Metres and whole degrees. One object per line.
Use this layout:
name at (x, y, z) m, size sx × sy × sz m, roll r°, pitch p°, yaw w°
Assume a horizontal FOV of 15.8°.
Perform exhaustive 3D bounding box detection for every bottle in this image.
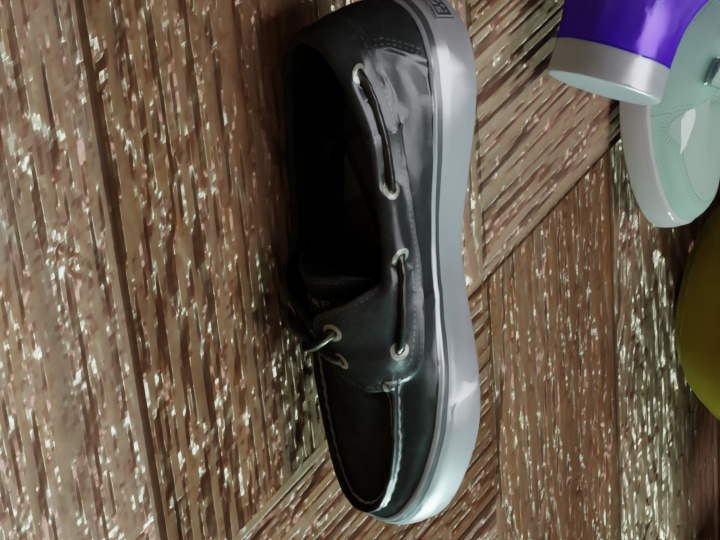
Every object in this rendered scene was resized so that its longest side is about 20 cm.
bottle at (0.123, -0.167, 1.022) m, size 0.084 × 0.065 × 0.200 m, roll 22°, pitch 84°, yaw -63°

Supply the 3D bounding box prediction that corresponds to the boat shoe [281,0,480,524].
boat shoe at (0.000, 0.000, 0.892) m, size 0.057 × 0.069 × 0.200 m, roll -18°, pitch 119°, yaw -36°

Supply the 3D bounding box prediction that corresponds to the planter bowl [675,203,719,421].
planter bowl at (0.207, 0.016, 1.246) m, size 0.200 × 0.083 × 0.201 m, roll -36°, pitch 134°, yaw -49°

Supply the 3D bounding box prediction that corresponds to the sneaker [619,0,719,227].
sneaker at (0.183, -0.105, 1.105) m, size 0.074 × 0.118 × 0.201 m, roll -14°, pitch 117°, yaw -61°
